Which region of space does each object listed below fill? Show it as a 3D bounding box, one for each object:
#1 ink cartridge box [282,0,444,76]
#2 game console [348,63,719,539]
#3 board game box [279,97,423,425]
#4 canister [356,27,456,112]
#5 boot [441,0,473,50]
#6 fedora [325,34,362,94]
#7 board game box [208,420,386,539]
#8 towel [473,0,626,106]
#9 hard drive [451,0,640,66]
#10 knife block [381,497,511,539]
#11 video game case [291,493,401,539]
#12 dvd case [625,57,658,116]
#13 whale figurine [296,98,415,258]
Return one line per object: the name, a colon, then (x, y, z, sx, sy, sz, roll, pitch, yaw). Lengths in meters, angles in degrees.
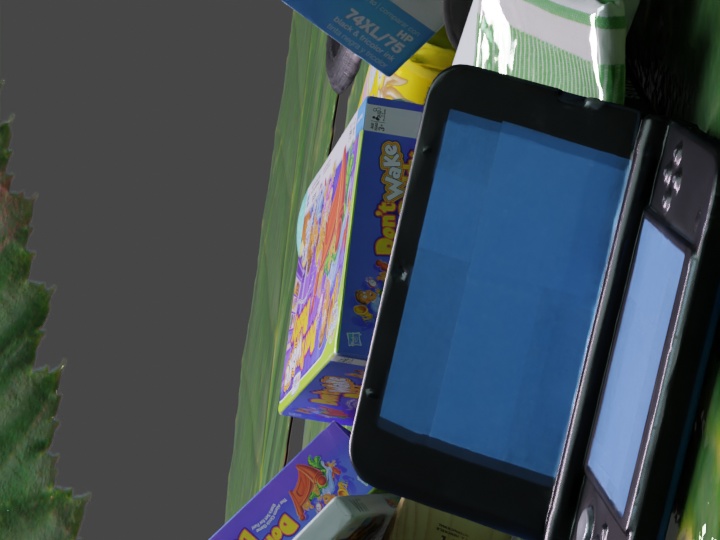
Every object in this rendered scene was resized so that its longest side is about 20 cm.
ink cartridge box: (0.029, -0.254, 1.540, 0.200, 0.146, 0.147, -42, 26, 30)
game console: (0.075, 0.026, 1.123, 0.171, 0.117, 0.202, -114, 35, -78)
board game box: (0.000, 0.000, 1.413, 0.200, 0.044, 0.136, 129, 149, -74)
canister: (0.044, -0.116, 1.732, 0.149, 0.086, 0.201, -86, 9, -46)
boot: (0.108, -0.222, 1.397, 0.154, 0.073, 0.204, -62, -11, -49)
fedora: (0.034, -0.213, 1.931, 0.201, 0.091, 0.202, -168, 90, -83)
board game box: (-0.030, 0.160, 1.514, 0.134, 0.045, 0.200, -44, -15, 1)
towel: (0.080, -0.037, 1.238, 0.152, 0.023, 0.202, -146, 61, -66)
hard drive: (0.088, -0.113, 1.304, 0.132, 0.026, 0.201, -108, 26, -44)
knife block: (0.019, 0.217, 1.364, 0.200, 0.064, 0.176, 113, 177, -56)
video game case: (-0.025, 0.177, 1.449, 0.143, 0.018, 0.200, -46, -15, 10)
dvd case: (0.111, -0.027, 1.302, 0.200, 0.025, 0.151, -100, 23, -69)
whale figurine: (0.027, -0.026, 1.595, 0.200, 0.103, 0.160, 155, 103, -66)
